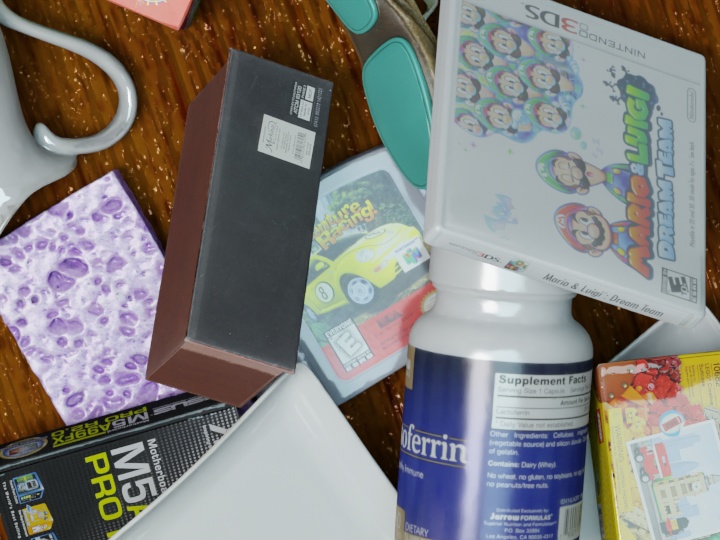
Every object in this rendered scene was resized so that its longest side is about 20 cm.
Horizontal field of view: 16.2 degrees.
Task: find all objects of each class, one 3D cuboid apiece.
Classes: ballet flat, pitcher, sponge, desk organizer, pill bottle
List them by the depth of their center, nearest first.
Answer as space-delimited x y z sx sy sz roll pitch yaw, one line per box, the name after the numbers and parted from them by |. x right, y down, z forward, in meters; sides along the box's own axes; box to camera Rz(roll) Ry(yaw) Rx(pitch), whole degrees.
-0.075 -0.025 1.551 0.072 0.077 0.201 17 62 -20 | desk organizer
0.083 0.084 1.554 0.115 0.116 0.201 4 95 -3 | pill bottle
-0.246 -0.127 1.559 0.171 0.121 0.200 -39 108 -19 | pitcher
0.026 -0.148 1.579 0.072 0.068 0.200 -23 81 -38 | ballet flat
-0.152 0.049 1.614 0.111 0.030 0.200 -30 96 2 | sponge

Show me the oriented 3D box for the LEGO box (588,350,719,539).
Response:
0.225 0.152 1.564 0.148 0.077 0.201 -6 82 -3 | LEGO box

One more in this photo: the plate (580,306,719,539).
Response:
0.194 0.152 1.639 0.200 0.032 0.200 -37 97 1 | plate

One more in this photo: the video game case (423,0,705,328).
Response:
0.128 -0.076 1.539 0.181 0.024 0.201 18 55 -18 | video game case

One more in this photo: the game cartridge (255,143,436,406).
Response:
0.000 0.000 1.614 0.200 0.041 0.133 -32 92 1 | game cartridge

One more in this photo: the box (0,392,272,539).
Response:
-0.133 0.186 1.598 0.160 0.044 0.201 -15 108 -4 | box

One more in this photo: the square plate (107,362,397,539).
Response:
-0.059 0.190 1.570 0.200 0.028 0.198 -43 116 -16 | square plate

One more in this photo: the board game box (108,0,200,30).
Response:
-0.166 -0.190 1.503 0.153 0.200 0.040 23 94 -4 | board game box
